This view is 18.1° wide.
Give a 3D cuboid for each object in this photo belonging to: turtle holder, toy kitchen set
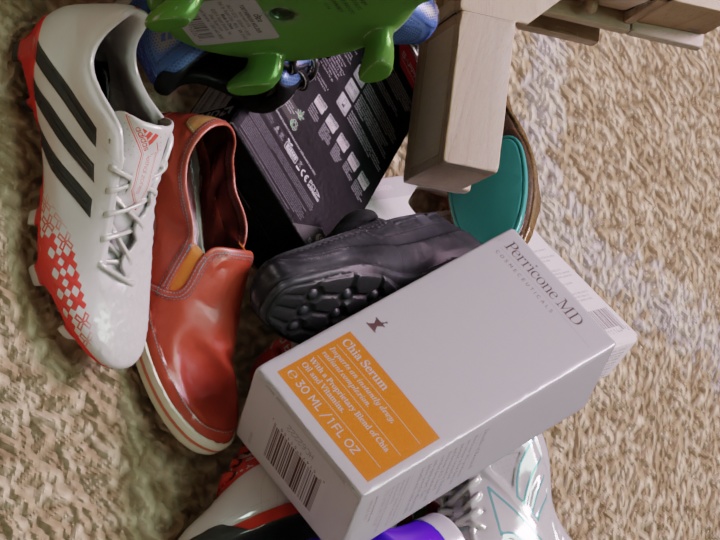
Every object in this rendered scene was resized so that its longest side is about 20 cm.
[{"bbox_3d":[-0.029,-0.186,1.218,0.140,0.185,0.133,20,62,-40],"label":"turtle holder"},{"bbox_3d":[0.129,-0.128,1.513,0.198,0.163,0.182,10,79,-16],"label":"toy kitchen set"}]

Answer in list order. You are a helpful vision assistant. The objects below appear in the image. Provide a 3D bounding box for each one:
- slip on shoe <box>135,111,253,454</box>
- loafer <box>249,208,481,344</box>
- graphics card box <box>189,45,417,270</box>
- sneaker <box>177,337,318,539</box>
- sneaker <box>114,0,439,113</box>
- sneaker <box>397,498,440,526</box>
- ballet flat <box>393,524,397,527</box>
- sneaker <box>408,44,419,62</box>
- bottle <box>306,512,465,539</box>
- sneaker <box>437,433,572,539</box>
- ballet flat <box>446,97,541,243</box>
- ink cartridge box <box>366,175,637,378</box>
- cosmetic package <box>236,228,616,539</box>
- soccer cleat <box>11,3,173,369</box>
[{"bbox_3d":[-0.093,0.005,1.303,0.074,0.061,0.202,7,76,-56],"label":"slip on shoe"},{"bbox_3d":[0.000,0.000,1.362,0.200,0.068,0.070,-7,49,-50],"label":"loafer"},{"bbox_3d":[-0.031,-0.100,1.430,0.126,0.051,0.201,59,38,-29],"label":"graphics card box"},{"bbox_3d":[-0.050,0.107,1.343,0.201,0.067,0.108,-27,63,-27],"label":"sneaker"},{"bbox_3d":[-0.044,-0.133,1.336,0.199,0.079,0.090,-8,69,-23],"label":"sneaker"},{"bbox_3d":[0.054,0.170,1.490,0.116,0.078,0.201,71,27,-47],"label":"sneaker"},{"bbox_3d":[0.000,0.110,1.426,0.064,0.067,0.201,75,23,-62],"label":"ballet flat"},{"bbox_3d":[0.022,-0.217,1.519,0.081,0.074,0.201,-37,112,-53],"label":"sneaker"},{"bbox_3d":[-0.023,0.197,1.301,0.199,0.065,0.084,-23,95,-35],"label":"bottle"},{"bbox_3d":[0.080,0.147,1.387,0.080,0.070,0.201,-19,83,-44],"label":"sneaker"},{"bbox_3d":[0.089,-0.078,1.565,0.072,0.067,0.201,44,25,-55],"label":"ballet flat"},{"bbox_3d":[0.077,0.010,1.538,0.176,0.045,0.199,48,29,20],"label":"ink cartridge box"},{"bbox_3d":[0.039,0.068,1.309,0.199,0.071,0.102,-29,66,-31],"label":"cosmetic package"},{"bbox_3d":[-0.136,-0.048,1.232,0.068,0.085,0.202,-3,84,-56],"label":"soccer cleat"}]
